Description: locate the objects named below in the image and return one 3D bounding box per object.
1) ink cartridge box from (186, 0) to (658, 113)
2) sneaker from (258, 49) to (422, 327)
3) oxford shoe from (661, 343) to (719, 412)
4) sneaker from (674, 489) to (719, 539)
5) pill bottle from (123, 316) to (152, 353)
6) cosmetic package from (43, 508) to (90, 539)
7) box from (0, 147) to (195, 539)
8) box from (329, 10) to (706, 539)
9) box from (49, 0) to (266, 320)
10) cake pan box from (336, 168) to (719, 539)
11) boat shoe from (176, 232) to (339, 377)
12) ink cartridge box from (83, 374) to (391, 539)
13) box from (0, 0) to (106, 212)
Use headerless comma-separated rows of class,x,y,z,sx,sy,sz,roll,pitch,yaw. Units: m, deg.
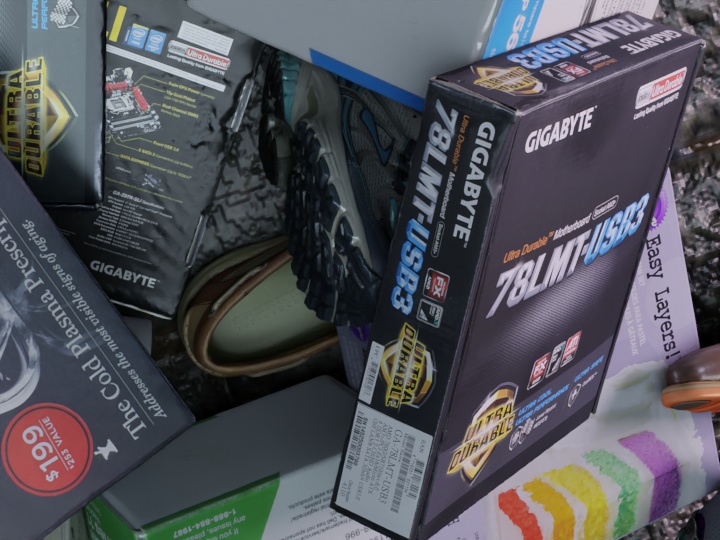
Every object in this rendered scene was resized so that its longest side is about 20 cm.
ink cartridge box,0.037,-0.133,1.095,0.145,0.200,0.085,25,105,23
sneaker,0.007,-0.047,1.140,0.086,0.200,0.078,-1,126,-12
oxford shoe,0.234,0.024,1.234,0.199,0.071,0.073,-16,87,-26
sneaker,0.171,0.173,1.260,0.087,0.075,0.201,9,122,2
pill bottle,-0.206,0.058,1.189,0.199,0.113,0.114,5,104,-6
cosmetic package,-0.175,0.176,1.189,0.104,0.071,0.201,-8,142,2
box,-0.207,0.044,1.044,0.182,0.104,0.200,-37,92,-16
box,0.071,-0.002,1.050,0.049,0.200,0.200,24,114,22
box,-0.161,-0.081,1.190,0.199,0.049,0.161,17,100,-9
cake pan box,0.086,0.053,1.208,0.183,0.052,0.201,-22,114,-24
boat shoe,0.000,0.000,1.213,0.199,0.074,0.076,-31,106,3
ink cartridge box,-0.045,0.174,1.172,0.146,0.083,0.201,-19,117,-24
box,-0.198,-0.130,1.126,0.158,0.046,0.201,1,104,-6
